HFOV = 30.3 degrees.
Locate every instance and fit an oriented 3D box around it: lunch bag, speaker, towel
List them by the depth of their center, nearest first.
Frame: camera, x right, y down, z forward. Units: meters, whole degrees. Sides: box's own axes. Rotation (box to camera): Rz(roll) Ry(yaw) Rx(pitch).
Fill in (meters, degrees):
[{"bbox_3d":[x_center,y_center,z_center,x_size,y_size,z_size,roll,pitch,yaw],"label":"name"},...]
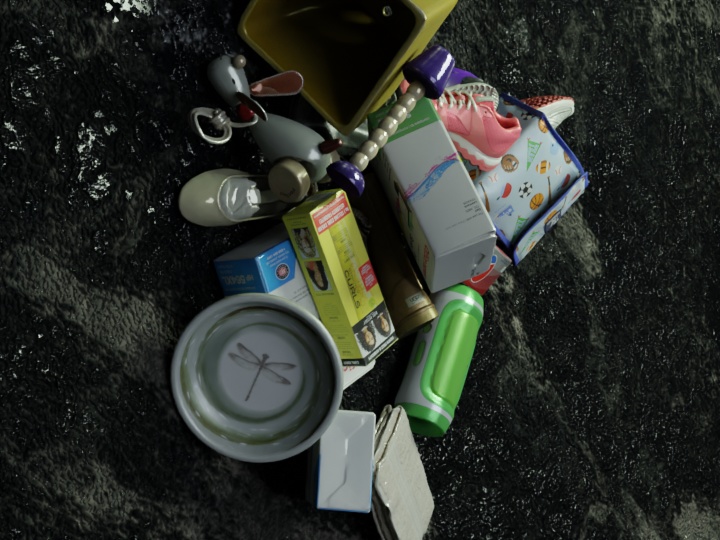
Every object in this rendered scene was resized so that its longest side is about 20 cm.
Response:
[{"bbox_3d":[0.052,0.288,1.749,0.133,0.034,0.202,-63,142,-48],"label":"towel"},{"bbox_3d":[0.108,0.121,1.825,0.088,0.088,0.202,40,59,-40],"label":"speaker"},{"bbox_3d":[0.230,-0.120,1.916,0.170,0.124,0.200,-46,132,-4],"label":"lunch bag"}]

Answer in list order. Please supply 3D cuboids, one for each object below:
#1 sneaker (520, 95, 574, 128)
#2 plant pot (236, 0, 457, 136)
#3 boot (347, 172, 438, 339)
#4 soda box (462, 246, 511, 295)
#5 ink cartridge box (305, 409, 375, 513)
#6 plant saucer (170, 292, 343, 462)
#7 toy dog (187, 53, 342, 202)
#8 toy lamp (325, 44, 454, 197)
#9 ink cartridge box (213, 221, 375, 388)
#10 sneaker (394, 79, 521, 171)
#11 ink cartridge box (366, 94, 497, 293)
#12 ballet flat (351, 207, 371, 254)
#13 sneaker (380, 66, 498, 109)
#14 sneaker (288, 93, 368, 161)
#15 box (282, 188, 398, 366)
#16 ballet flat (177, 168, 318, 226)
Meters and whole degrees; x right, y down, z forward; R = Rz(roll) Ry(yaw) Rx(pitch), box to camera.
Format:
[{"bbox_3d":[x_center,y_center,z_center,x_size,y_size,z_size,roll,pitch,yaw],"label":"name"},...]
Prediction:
[{"bbox_3d":[0.256,-0.212,2.028,0.199,0.077,0.083,-31,115,-35],"label":"sneaker"},{"bbox_3d":[0.009,-0.321,1.621,0.195,0.195,0.200,44,38,8],"label":"plant pot"},{"bbox_3d":[0.031,-0.013,1.738,0.066,0.175,0.202,-23,84,-18],"label":"boot"},{"bbox_3d":[0.138,-0.029,1.822,0.070,0.063,0.200,-48,154,6],"label":"soda box"},{"bbox_3d":[-0.029,0.230,1.628,0.066,0.200,0.117,4,83,-7],"label":"ink cartridge box"},{"bbox_3d":[-0.117,0.118,1.525,0.050,0.198,0.202,-80,155,-76],"label":"plant saucer"},{"bbox_3d":[-0.092,-0.175,1.554,0.199,0.096,0.133,37,42,-19],"label":"toy dog"},{"bbox_3d":[0.039,-0.178,1.546,0.201,0.058,0.058,-52,126,-15],"label":"toy lamp"},{"bbox_3d":[-0.077,0.053,1.616,0.146,0.084,0.202,-31,110,-46],"label":"ink cartridge box"},{"bbox_3d":[0.131,-0.211,1.753,0.199,0.087,0.074,26,37,-34],"label":"sneaker"},{"bbox_3d":[0.084,-0.092,1.623,0.145,0.083,0.202,85,-19,-72],"label":"ink cartridge box"},{"bbox_3d":[0.000,0.000,1.683,0.046,0.068,0.202,-21,132,-12],"label":"ballet flat"},{"bbox_3d":[0.083,-0.251,1.831,0.198,0.100,0.070,5,121,-23],"label":"sneaker"},{"bbox_3d":[-0.027,-0.168,1.707,0.199,0.066,0.091,31,72,-43],"label":"sneaker"},{"bbox_3d":[-0.022,0.010,1.581,0.075,0.050,0.202,-36,112,-44],"label":"box"},{"bbox_3d":[-0.127,-0.089,1.583,0.199,0.069,0.070,-9,94,-48],"label":"ballet flat"}]
